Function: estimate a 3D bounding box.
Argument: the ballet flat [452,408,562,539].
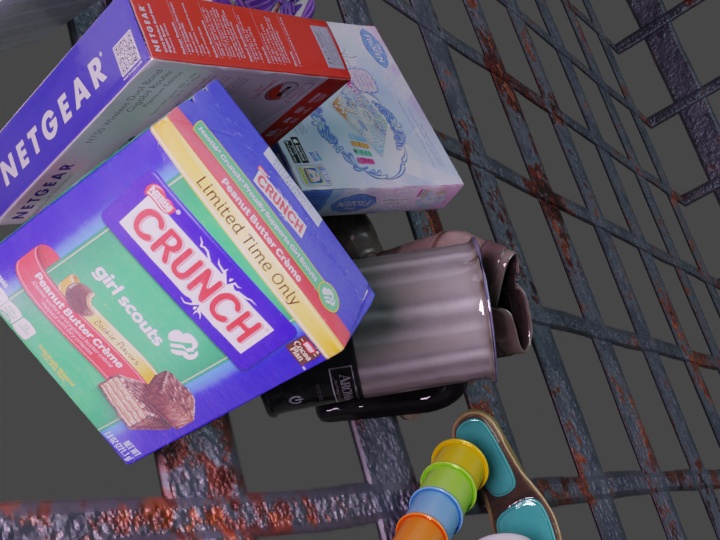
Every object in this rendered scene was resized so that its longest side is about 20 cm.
[{"bbox_3d":[0.161,0.236,1.036,0.203,0.068,0.063,66,15,6],"label":"ballet flat"}]

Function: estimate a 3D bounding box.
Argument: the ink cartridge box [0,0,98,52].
[{"bbox_3d":[-0.207,-0.203,0.661,0.058,0.198,0.163,58,28,-9],"label":"ink cartridge box"}]

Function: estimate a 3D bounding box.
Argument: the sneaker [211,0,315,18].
[{"bbox_3d":[-0.097,-0.295,1.054,0.199,0.083,0.082,-16,79,-63],"label":"sneaker"}]

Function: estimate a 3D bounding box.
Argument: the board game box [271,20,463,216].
[{"bbox_3d":[-0.026,-0.143,0.903,0.196,0.043,0.202,-6,60,-41],"label":"board game box"}]

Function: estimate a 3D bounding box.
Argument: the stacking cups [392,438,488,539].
[{"bbox_3d":[0.064,0.224,0.883,0.061,0.060,0.200,58,28,-6],"label":"stacking cups"}]

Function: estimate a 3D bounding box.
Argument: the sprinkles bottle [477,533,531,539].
[{"bbox_3d":[0.139,0.344,0.893,0.068,0.068,0.203,38,36,-36],"label":"sprinkles bottle"}]

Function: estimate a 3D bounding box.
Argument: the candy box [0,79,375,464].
[{"bbox_3d":[-0.119,0.008,0.620,0.170,0.198,0.077,53,29,-14],"label":"candy box"}]

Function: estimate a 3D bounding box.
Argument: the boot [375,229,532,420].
[{"bbox_3d":[0.087,0.059,0.910,0.070,0.144,0.203,-42,129,-47],"label":"boot"}]

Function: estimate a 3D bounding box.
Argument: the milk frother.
[{"bbox_3d":[0.007,0.016,0.831,0.181,0.184,0.204,78,4,-69],"label":"milk frother"}]

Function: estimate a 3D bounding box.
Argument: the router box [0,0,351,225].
[{"bbox_3d":[-0.134,-0.101,0.673,0.178,0.199,0.050,-9,70,-50],"label":"router box"}]

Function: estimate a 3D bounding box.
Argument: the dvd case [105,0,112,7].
[{"bbox_3d":[-0.154,-0.148,0.889,0.149,0.025,0.203,19,49,-52],"label":"dvd case"}]

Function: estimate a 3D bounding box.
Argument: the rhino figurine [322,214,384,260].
[{"bbox_3d":[0.000,0.000,0.979,0.203,0.059,0.087,63,25,-2],"label":"rhino figurine"}]
